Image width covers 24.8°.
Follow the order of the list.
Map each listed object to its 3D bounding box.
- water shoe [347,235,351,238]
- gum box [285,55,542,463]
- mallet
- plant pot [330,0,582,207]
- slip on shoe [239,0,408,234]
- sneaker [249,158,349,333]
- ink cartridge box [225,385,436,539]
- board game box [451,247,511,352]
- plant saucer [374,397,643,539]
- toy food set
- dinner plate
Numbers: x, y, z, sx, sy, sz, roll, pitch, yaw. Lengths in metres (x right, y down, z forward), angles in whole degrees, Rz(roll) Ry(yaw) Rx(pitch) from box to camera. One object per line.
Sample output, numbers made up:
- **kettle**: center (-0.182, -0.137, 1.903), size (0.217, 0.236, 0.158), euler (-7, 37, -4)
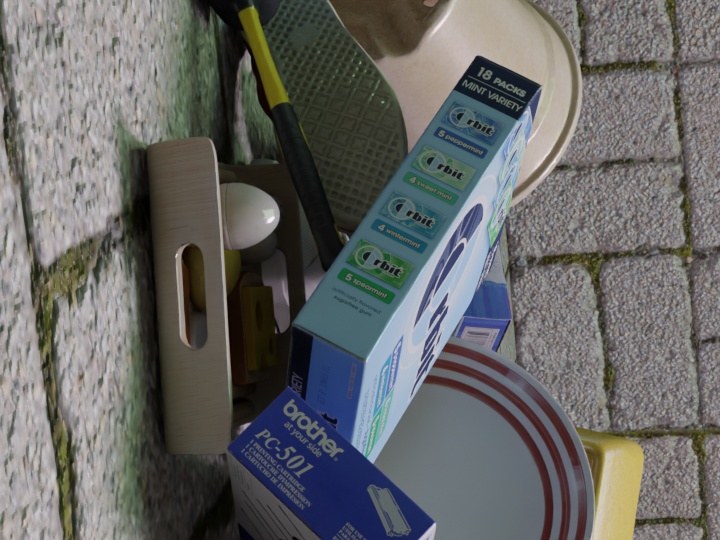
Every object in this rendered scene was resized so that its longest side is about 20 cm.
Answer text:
- **water shoe**: center (-0.018, -0.067, 1.065), size (0.201, 0.071, 0.080), euler (99, -14, -61)
- **gum box**: center (0.024, 0.012, 0.878), size (0.201, 0.044, 0.171), euler (-57, 166, -33)
- **mallet**: center (-0.042, -0.088, 0.871), size (0.066, 0.041, 0.202), euler (52, 17, -76)
- **plant pot**: center (0.039, -0.159, 1.159), size (0.184, 0.198, 0.202), euler (48, 38, -58)
- **slip on shoe**: center (-0.023, -0.093, 0.934), size (0.061, 0.073, 0.201), euler (84, -16, -50)
- **sneaker**: center (0.000, 0.000, 1.013), size (0.201, 0.114, 0.074), euler (71, 19, -51)
- **ink cartridge box**: center (-0.015, 0.136, 0.804), size (0.044, 0.094, 0.200), euler (-43, 163, -19)
- **board game box**: center (0.059, 0.026, 1.281), size (0.201, 0.043, 0.200), euler (109, -19, -46)
- **plant saucer**: center (0.064, 0.160, 0.969), size (0.049, 0.198, 0.202), euler (99, 5, -59)
- **toy food set**: center (-0.056, 0.011, 0.834), size (0.200, 0.060, 0.145), euler (1, 85, -80)
- **dinner plate**: center (0.036, 0.130, 0.942), size (0.024, 0.198, 0.202), euler (97, -5, -59)
